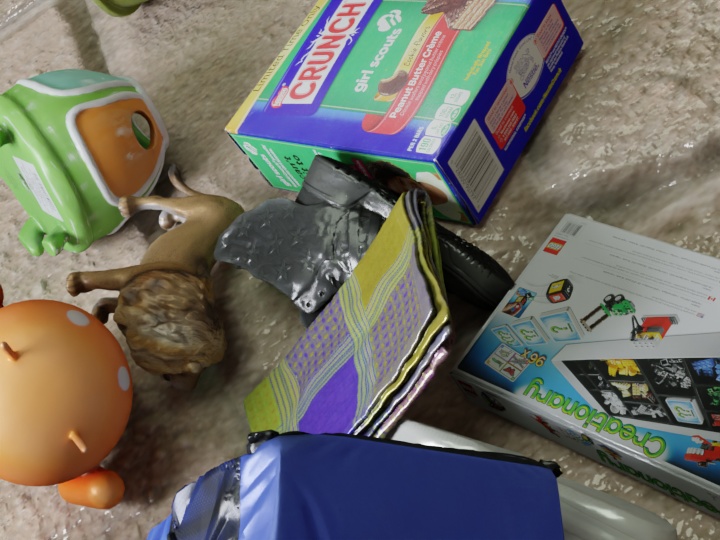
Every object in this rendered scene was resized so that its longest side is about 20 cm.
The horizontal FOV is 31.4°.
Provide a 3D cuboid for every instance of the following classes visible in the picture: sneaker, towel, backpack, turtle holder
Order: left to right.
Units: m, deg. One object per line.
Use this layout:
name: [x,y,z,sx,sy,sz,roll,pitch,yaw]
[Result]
turtle holder: [-0.231,-0.090,1.027,0.131,0.142,0.185,-35,-1,-21]
backpack: [-0.024,0.168,0.580,0.200,0.161,0.170,-35,44,55]
towel: [-0.011,0.056,0.736,0.201,0.023,0.144,-52,26,28]
sneaker: [-0.001,0.000,0.825,0.199,0.060,0.105,35,100,28]
sneaker: [0.063,0.136,0.659,0.199,0.075,0.089,19,90,49]

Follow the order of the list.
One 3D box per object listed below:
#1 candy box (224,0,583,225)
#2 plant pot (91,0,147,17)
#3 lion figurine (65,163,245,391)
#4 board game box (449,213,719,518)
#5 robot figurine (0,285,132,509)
candy box: [0.029,-0.130,0.908,0.199,0.077,0.170,11,60,42]
plant pot: [-0.156,-0.347,1.166,0.182,0.201,0.202,-6,49,15]
lion figurine: [-0.126,-0.008,0.911,0.121,0.073,0.201,0,49,25]
board game box: [0.158,0.046,0.691,0.199,0.035,0.127,22,67,44]
robot figurine: [-0.205,0.078,0.823,0.200,0.115,0.146,171,106,-74]
